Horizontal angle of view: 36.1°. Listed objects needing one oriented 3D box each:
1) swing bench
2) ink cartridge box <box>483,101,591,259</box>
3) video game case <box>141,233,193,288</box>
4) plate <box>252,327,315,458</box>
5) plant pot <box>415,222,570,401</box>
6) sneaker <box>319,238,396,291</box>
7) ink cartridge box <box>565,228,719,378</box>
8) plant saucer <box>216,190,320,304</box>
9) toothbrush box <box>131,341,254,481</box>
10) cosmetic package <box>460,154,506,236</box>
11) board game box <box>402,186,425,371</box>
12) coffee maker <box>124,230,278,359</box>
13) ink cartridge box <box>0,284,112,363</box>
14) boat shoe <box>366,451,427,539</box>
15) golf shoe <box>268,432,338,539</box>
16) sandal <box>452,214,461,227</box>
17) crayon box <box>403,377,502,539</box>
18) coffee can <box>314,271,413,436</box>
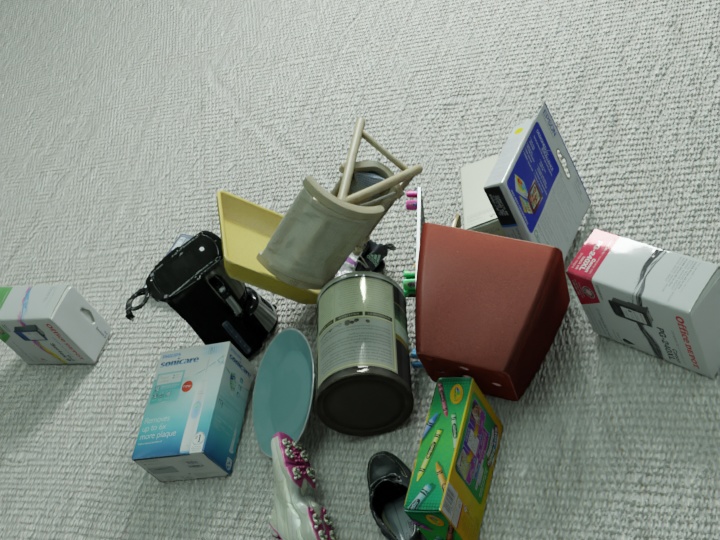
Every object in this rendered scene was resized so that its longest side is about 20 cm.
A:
[{"bbox_3d":[-0.034,-0.088,1.698,0.201,0.129,0.199,-53,0,-44],"label":"swing bench"},{"bbox_3d":[0.266,-0.111,1.648,0.046,0.199,0.201,-8,36,36],"label":"ink cartridge box"},{"bbox_3d":[-0.313,0.003,2.093,0.198,0.019,0.144,13,60,40],"label":"video game case"},{"bbox_3d":[-0.113,0.191,1.714,0.199,0.025,0.204,-27,57,52],"label":"plate"},{"bbox_3d":[0.172,0.069,1.550,0.197,0.200,0.179,12,71,19],"label":"plant pot"},{"bbox_3d":[0.000,0.000,1.835,0.138,0.078,0.202,-26,42,12],"label":"sneaker"},{"bbox_3d":[0.392,0.042,1.474,0.199,0.146,0.084,23,65,45],"label":"ink cartridge box"},{"bbox_3d":[-0.149,-0.027,1.793,0.049,0.198,0.201,-54,29,27],"label":"plant saucer"},{"bbox_3d":[-0.268,0.229,1.792,0.144,0.086,0.203,-9,50,27],"label":"toothbrush box"},{"bbox_3d":[0.206,-0.084,1.721,0.072,0.104,0.201,-19,30,15],"label":"cosmetic package"},{"bbox_3d":[0.086,0.013,1.671,0.025,0.202,0.202,-2,47,7],"label":"board game box"},{"bbox_3d":[-0.262,0.063,1.863,0.190,0.201,0.136,-23,40,12],"label":"coffee maker"},{"bbox_3d":[-0.593,0.103,2.093,0.197,0.146,0.088,-4,50,31],"label":"ink cartridge box"},{"bbox_3d":[0.045,0.315,1.518,0.074,0.066,0.201,-27,41,10],"label":"boat shoe"},{"bbox_3d":[-0.103,0.330,1.582,0.091,0.075,0.202,-35,54,18],"label":"golf shoe"},{"bbox_3d":[0.165,0.013,1.731,0.068,0.078,0.215,7,60,14],"label":"sandal"},{"bbox_3d":[0.127,0.259,1.474,0.057,0.119,0.202,-5,49,30],"label":"crayon box"},{"bbox_3d":[0.004,0.124,1.664,0.144,0.147,0.202,-19,43,18],"label":"coffee can"}]
